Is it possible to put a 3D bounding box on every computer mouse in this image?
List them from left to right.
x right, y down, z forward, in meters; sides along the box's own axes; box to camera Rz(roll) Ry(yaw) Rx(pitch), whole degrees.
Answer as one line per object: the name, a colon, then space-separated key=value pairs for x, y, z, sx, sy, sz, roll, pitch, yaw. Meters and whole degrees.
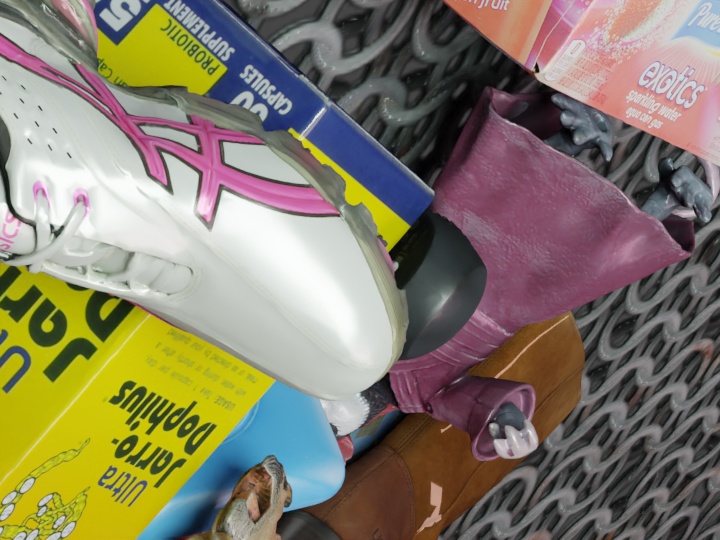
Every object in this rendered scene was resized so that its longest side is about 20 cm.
computer mouse: x=0.000 y=0.000 z=1.028 sx=0.059 sy=0.034 sz=0.200 roll=-51 pitch=-161 yaw=-3

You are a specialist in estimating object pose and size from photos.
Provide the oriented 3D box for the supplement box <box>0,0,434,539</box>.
supplement box: x=-0.091 y=0.003 z=0.943 sx=0.200 sy=0.109 sz=0.109 roll=-49 pitch=155 yaw=2

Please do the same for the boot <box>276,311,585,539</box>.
boot: x=0.027 y=0.116 z=1.332 sx=0.200 sy=0.068 sz=0.189 roll=-45 pitch=148 yaw=-24

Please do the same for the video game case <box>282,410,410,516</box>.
video game case: x=-0.050 y=0.095 z=1.244 sx=0.200 sy=0.017 sz=0.143 roll=-9 pitch=135 yaw=-53

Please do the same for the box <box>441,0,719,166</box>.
box: x=0.099 y=-0.118 z=1.077 sx=0.095 sy=0.103 sz=0.200 roll=-53 pitch=153 yaw=11

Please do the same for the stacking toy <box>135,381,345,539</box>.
stacking toy: x=-0.097 y=0.094 z=1.094 sx=0.116 sy=0.110 sz=0.200 roll=-12 pitch=150 yaw=-30

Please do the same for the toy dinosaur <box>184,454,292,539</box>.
toy dinosaur: x=-0.087 y=0.156 z=1.004 sx=0.200 sy=0.086 sz=0.136 roll=-30 pitch=-164 yaw=40

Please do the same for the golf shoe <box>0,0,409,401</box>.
golf shoe: x=-0.078 y=-0.020 z=0.819 sx=0.073 sy=0.200 sz=0.092 roll=-51 pitch=-178 yaw=46

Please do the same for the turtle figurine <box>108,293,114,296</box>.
turtle figurine: x=-0.178 y=0.025 z=0.836 sx=0.199 sy=0.065 sz=0.161 roll=16 pitch=126 yaw=-36

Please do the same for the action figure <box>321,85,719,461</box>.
action figure: x=0.037 y=0.002 z=1.170 sx=0.200 sy=0.134 sz=0.149 roll=-43 pitch=-175 yaw=25
